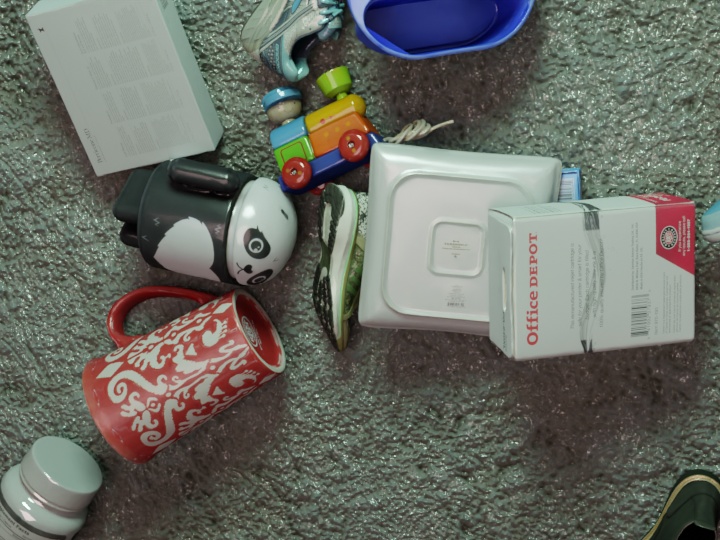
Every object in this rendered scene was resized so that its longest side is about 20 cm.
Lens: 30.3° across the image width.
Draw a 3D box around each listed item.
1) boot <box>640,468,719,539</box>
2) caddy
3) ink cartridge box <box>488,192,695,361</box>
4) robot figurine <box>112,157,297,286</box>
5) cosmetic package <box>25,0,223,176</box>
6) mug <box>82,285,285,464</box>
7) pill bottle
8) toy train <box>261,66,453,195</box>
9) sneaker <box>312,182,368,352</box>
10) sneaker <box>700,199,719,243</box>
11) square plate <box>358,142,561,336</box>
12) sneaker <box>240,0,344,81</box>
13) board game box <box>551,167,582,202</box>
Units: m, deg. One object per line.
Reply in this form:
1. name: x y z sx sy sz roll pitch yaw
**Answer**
1. boot: 0.324 0.321 1.398 0.077 0.138 0.202 17 105 11
2. caddy: 0.077 -0.285 1.325 0.198 0.105 0.143 -11 97 -12
3. ink cartridge box: 0.231 0.004 1.344 0.198 0.083 0.147 -5 103 -13
4. robot figurine: -0.168 -0.052 1.457 0.198 0.150 0.126 12 91 12
5. cosmetic package: -0.255 -0.213 1.453 0.150 0.052 0.201 -11 120 14
6. mug: -0.205 0.096 1.498 0.199 0.133 0.178 -29 95 15
7. pill bottle: -0.400 0.304 1.597 0.113 0.114 0.201 37 107 5
8. toy train: -0.008 -0.168 1.423 0.199 0.085 0.117 -24 80 17
9. sneaker: 0.000 0.000 1.455 0.088 0.077 0.202 -4 119 -18
10. sneaker: 0.399 -0.127 1.322 0.199 0.080 0.131 -36 93 9
11. square plate: 0.102 -0.026 1.386 0.198 0.028 0.200 5 104 2
12. sneaker: -0.041 -0.288 1.397 0.086 0.077 0.201 45 119 20
13. board game box: 0.141 -0.028 1.429 0.198 0.037 0.153 -3 101 14
